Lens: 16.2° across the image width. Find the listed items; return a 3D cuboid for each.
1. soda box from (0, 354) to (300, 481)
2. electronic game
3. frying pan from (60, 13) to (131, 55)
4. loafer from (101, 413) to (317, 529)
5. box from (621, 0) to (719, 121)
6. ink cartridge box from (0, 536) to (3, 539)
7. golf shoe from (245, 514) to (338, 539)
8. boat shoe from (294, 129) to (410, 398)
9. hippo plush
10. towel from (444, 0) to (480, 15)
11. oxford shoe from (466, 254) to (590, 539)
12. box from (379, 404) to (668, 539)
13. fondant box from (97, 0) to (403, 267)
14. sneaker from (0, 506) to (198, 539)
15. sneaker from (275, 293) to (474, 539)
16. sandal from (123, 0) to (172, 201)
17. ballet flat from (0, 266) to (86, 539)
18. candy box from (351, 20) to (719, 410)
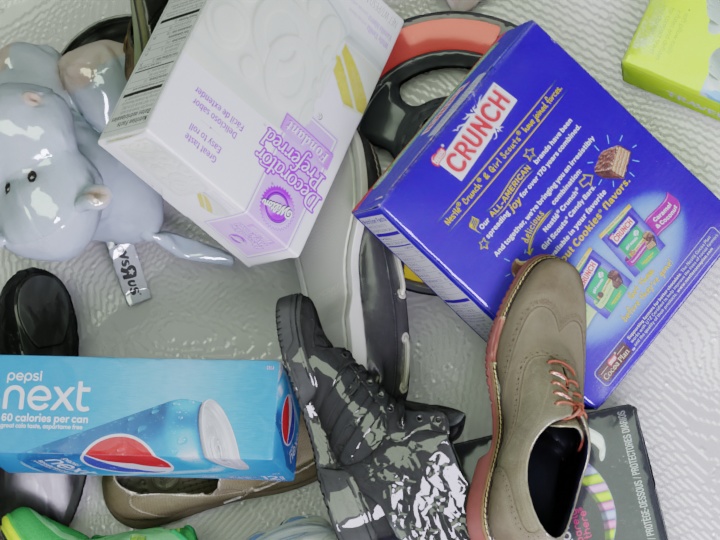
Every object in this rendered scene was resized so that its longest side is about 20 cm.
[{"bbox_3d":[-0.143,0.096,1.650,0.200,0.064,0.068,0,73,13],"label":"soda box"},{"bbox_3d":[0.062,-0.081,1.737,0.200,0.042,0.200,-1,80,6],"label":"electronic game"},{"bbox_3d":[-0.128,-0.140,1.772,0.190,0.031,0.115,-28,81,-4],"label":"frying pan"},{"bbox_3d":[-0.082,0.120,1.703,0.200,0.067,0.076,-25,78,1],"label":"loafer"},{"bbox_3d":[0.292,-0.149,1.723,0.200,0.048,0.122,24,84,10],"label":"box"},{"bbox_3d":[-0.304,0.166,1.678,0.084,0.145,0.200,-35,78,-2],"label":"ink cartridge box"},{"bbox_3d":[-0.090,0.223,1.613,0.200,0.097,0.078,-38,93,-14],"label":"golf shoe"},{"bbox_3d":[0.000,0.000,1.691,0.074,0.060,0.200,-27,60,45],"label":"boat shoe"},{"bbox_3d":[-0.216,-0.052,1.682,0.159,0.161,0.200,-22,95,22],"label":"hippo plush"},{"bbox_3d":[0.106,-0.291,1.705,0.200,0.191,0.032,-34,47,-1],"label":"towel"},{"bbox_3d":[0.121,0.083,1.563,0.070,0.075,0.200,17,71,-29],"label":"oxford shoe"},{"bbox_3d":[0.097,0.171,1.655,0.200,0.106,0.122,-14,78,4],"label":"box"},{"bbox_3d":[-0.068,-0.125,1.658,0.144,0.058,0.200,40,60,-30],"label":"fondant box"},{"bbox_3d":[-0.146,0.203,1.696,0.200,0.074,0.084,25,79,-2],"label":"sneaker"},{"bbox_3d":[0.019,0.100,1.597,0.104,0.060,0.200,-17,81,5],"label":"sneaker"},{"bbox_3d":[-0.131,-0.141,1.682,0.057,0.080,0.201,-9,78,47],"label":"sandal"},{"bbox_3d":[-0.221,0.098,1.740,0.066,0.057,0.200,3,85,-16],"label":"ballet flat"},{"bbox_3d":[0.122,-0.035,1.661,0.200,0.077,0.169,44,75,-11],"label":"candy box"}]
